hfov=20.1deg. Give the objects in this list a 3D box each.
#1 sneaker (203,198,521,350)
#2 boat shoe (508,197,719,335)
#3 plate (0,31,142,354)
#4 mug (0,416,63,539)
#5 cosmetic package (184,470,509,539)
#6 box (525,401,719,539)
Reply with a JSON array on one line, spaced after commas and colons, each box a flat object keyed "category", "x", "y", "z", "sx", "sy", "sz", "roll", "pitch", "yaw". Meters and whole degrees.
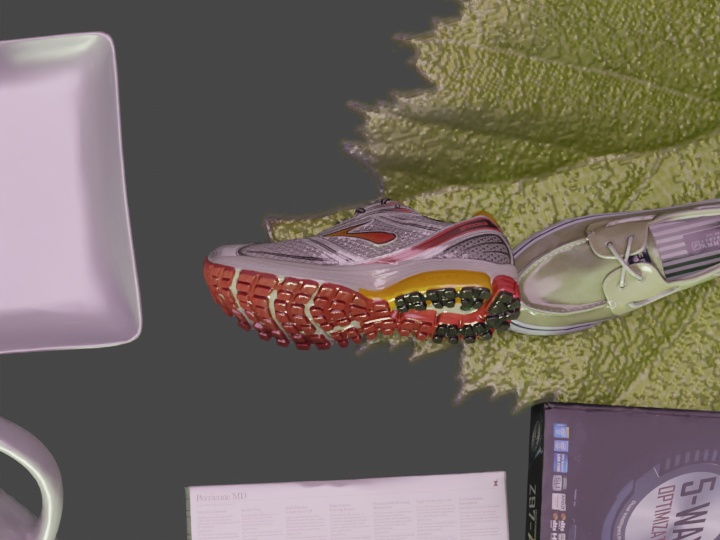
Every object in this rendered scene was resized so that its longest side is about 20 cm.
[{"category": "sneaker", "x": 0.000, "y": 0.000, "z": 1.292, "sx": 0.199, "sy": 0.078, "sz": 0.082, "roll": 1, "pitch": 55, "yaw": -2}, {"category": "boat shoe", "x": 0.177, "y": -0.011, "z": 1.314, "sx": 0.200, "sy": 0.062, "sz": 0.072, "roll": -18, "pitch": 86, "yaw": -8}, {"category": "plate", "x": -0.245, "y": -0.043, "z": 1.275, "sx": 0.199, "sy": 0.032, "sz": 0.201, "roll": -6, "pitch": 84, "yaw": -9}, {"category": "mug", "x": -0.250, "y": 0.162, "z": 1.179, "sx": 0.175, "sy": 0.148, "sz": 0.200, "roll": 25, "pitch": 116, "yaw": -14}, {"category": "cosmetic package", "x": -0.008, "y": 0.170, "z": 1.274, "sx": 0.199, "sy": 0.051, "sz": 0.083, "roll": -1, "pitch": 86, "yaw": -8}, {"category": "box", "x": 0.186, "y": 0.188, "z": 1.303, "sx": 0.160, "sy": 0.044, "sz": 0.201, "roll": 5, "pitch": 83, "yaw": -7}]
